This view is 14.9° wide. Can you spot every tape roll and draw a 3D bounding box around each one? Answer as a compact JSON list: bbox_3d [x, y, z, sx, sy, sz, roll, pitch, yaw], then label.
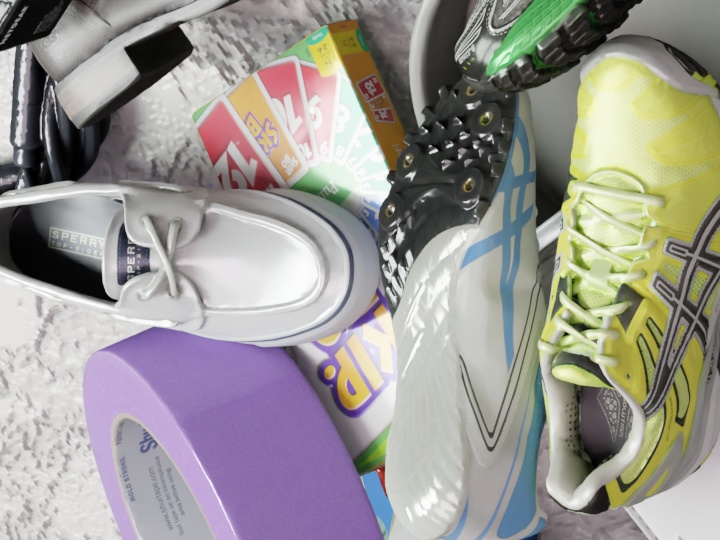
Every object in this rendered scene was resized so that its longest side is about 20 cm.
[{"bbox_3d":[-0.057,0.117,1.288,0.200,0.066,0.200,52,157,34],"label":"tape roll"}]

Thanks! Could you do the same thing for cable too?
[{"bbox_3d":[-0.196,-0.084,1.289,0.163,0.051,0.200,38,130,-4],"label":"cable"}]

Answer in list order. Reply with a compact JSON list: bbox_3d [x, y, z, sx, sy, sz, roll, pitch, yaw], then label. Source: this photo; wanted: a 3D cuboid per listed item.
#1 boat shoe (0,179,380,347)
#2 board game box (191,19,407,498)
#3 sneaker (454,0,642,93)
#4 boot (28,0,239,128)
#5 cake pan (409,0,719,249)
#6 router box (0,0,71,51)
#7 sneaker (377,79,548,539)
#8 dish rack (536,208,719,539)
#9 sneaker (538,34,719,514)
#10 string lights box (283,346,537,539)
[{"bbox_3d":[-0.089,-0.003,1.217,0.200,0.065,0.074,2,93,32],"label":"boat shoe"},{"bbox_3d":[0.000,0.000,1.217,0.096,0.030,0.200,-30,83,40],"label":"board game box"},{"bbox_3d":[0.088,-0.159,1.056,0.085,0.078,0.200,29,95,13],"label":"sneaker"},{"bbox_3d":[-0.112,-0.174,1.171,0.200,0.069,0.174,-37,89,20],"label":"boot"},{"bbox_3d":[0.120,-0.075,1.155,0.200,0.037,0.200,13,128,17],"label":"cake pan"},{"bbox_3d":[-0.141,-0.208,1.108,0.149,0.051,0.200,45,123,12],"label":"router box"},{"bbox_3d":[0.050,0.016,1.144,0.072,0.072,0.200,-3,80,47],"label":"sneaker"},{"bbox_3d":[0.151,0.049,1.153,0.200,0.044,0.172,53,130,0],"label":"dish rack"},{"bbox_3d":[0.108,0.007,1.083,0.075,0.076,0.200,11,117,31],"label":"sneaker"},{"bbox_3d":[0.026,0.112,1.321,0.103,0.059,0.200,5,125,25],"label":"string lights box"}]
